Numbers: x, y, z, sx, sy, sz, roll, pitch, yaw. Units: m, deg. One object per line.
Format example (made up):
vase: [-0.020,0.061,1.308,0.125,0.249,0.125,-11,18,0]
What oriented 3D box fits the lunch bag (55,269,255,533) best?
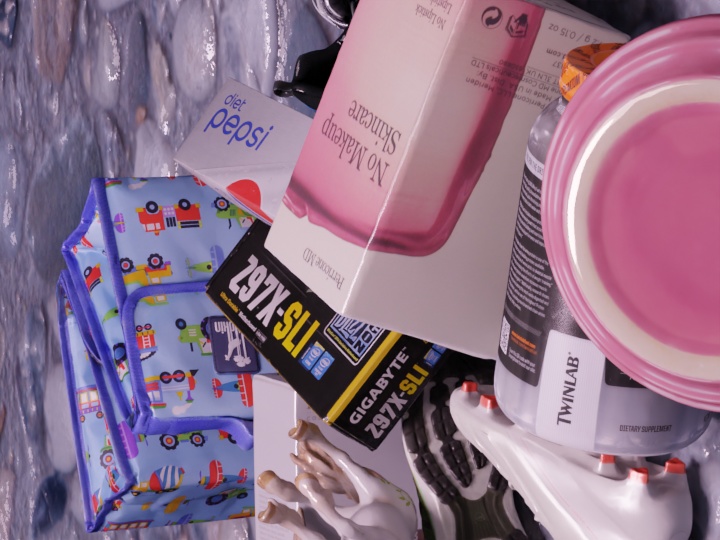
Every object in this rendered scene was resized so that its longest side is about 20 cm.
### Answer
lunch bag: [-0.136,0.078,2.014,0.094,0.150,0.200,-50,49,53]

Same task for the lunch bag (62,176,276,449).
lunch bag: [-0.106,0.038,1.937,0.094,0.150,0.200,120,139,-50]

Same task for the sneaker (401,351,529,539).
sneaker: [0.060,0.148,1.726,0.089,0.077,0.200,122,142,-66]

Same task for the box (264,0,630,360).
box: [0.046,-0.071,1.556,0.128,0.109,0.200,39,110,61]

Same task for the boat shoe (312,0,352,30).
boat shoe: [0.004,-0.183,1.797,0.200,0.068,0.072,22,112,61]

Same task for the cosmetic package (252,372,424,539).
cosmetic package: [-0.012,0.167,1.833,0.074,0.101,0.201,10,103,63]

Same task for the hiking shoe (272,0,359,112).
hiking shoe: [0.039,-0.143,1.666,0.200,0.087,0.075,-44,39,34]

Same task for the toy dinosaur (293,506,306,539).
toy dinosaur: [-0.006,0.254,1.756,0.200,0.086,0.136,48,142,16]

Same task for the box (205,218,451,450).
box: [0.000,0.000,1.746,0.160,0.049,0.200,-54,35,6]

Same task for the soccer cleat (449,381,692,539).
soccer cleat: [0.114,0.120,1.594,0.200,0.069,0.078,29,119,50]

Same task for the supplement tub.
supplement tub: [0.142,-0.013,1.477,0.123,0.122,0.200,40,128,56]

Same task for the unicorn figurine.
unicorn figurine: [0.001,0.168,1.650,0.074,0.137,0.200,-43,16,31]

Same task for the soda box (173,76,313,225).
soda box: [-0.034,-0.055,1.720,0.068,0.063,0.200,-56,36,-3]

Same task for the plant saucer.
plant saucer: [0.178,-0.024,1.359,0.200,0.051,0.201,6,104,24]
